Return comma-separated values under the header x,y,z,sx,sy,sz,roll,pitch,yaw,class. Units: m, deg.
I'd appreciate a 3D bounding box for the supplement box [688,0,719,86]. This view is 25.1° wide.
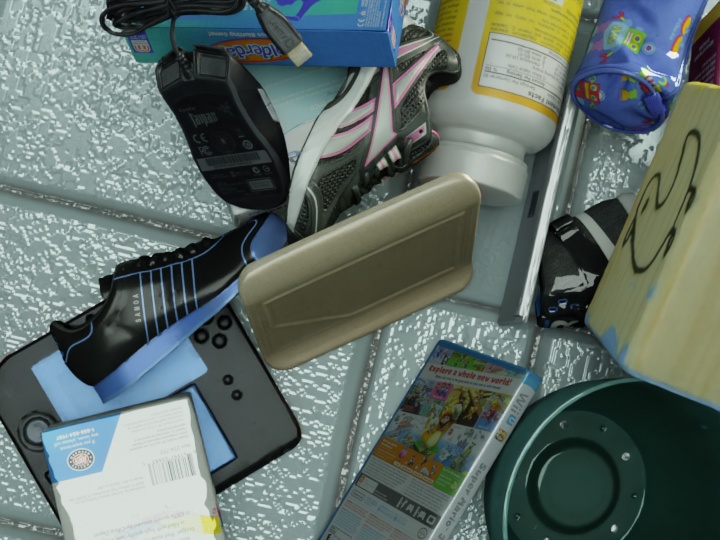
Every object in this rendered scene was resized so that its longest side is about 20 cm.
x,y,z,sx,sy,sz,roll,pitch,yaw,class
0.329,-0.103,1.284,0.130,0.103,0.201,9,82,-2,supplement box

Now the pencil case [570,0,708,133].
x,y,z,sx,sy,sz,roll,pitch,yaw,class
0.236,-0.205,1.280,0.087,0.078,0.200,7,62,37,pencil case

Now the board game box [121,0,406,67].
x,y,z,sx,sy,sz,roll,pitch,yaw,class
-0.063,-0.224,1.198,0.199,0.045,0.152,3,60,12,board game box

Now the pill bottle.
x,y,z,sx,sy,sz,roll,pitch,yaw,class
0.107,-0.158,1.275,0.112,0.113,0.201,13,82,-1,pill bottle

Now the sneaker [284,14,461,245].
x,y,z,sx,sy,sz,roll,pitch,yaw,class
0.012,-0.097,1.192,0.086,0.080,0.200,25,83,5,sneaker

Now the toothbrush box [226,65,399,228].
x,y,z,sx,sy,sz,roll,pitch,yaw,class
-0.063,-0.152,1.279,0.146,0.085,0.201,-20,84,-5,toothbrush box

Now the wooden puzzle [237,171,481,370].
x,y,z,sx,sy,sz,roll,pitch,yaw,class
0.000,0.000,1.212,0.185,0.200,0.037,-25,70,-5,wooden puzzle

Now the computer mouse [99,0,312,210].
x,y,z,sx,sy,sz,roll,pitch,yaw,class
-0.082,-0.135,1.156,0.200,0.140,0.046,57,40,-29,computer mouse

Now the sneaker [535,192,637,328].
x,y,z,sx,sy,sz,roll,pitch,yaw,class
0.201,0.048,1.281,0.112,0.073,0.201,-20,76,-2,sneaker

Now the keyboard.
x,y,z,sx,sy,sz,roll,pitch,yaw,class
0.143,-0.054,1.292,0.011,0.056,0.201,15,82,-10,keyboard

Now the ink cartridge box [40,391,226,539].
x,y,z,sx,sy,sz,roll,pitch,yaw,class
-0.161,0.203,1.224,0.116,0.067,0.201,-13,90,-6,ink cartridge box

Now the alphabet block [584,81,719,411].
x,y,z,sx,sy,sz,roll,pitch,yaw,class
0.292,-0.003,1.128,0.196,0.195,0.201,22,97,-5,alphabet block

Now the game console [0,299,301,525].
x,y,z,sx,sy,sz,roll,pitch,yaw,class
-0.171,0.108,1.271,0.200,0.031,0.177,-30,85,-5,game console

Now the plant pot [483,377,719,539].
x,y,z,sx,sy,sz,roll,pitch,yaw,class
0.181,0.173,1.206,0.200,0.161,0.201,0,91,-10,plant pot

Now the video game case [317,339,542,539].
x,y,z,sx,sy,sz,roll,pitch,yaw,class
0.047,0.151,1.224,0.018,0.143,0.200,35,82,-24,video game case

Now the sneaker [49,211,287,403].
x,y,z,sx,sy,sz,roll,pitch,yaw,class
-0.145,0.011,1.234,0.200,0.070,0.078,-41,95,-5,sneaker
